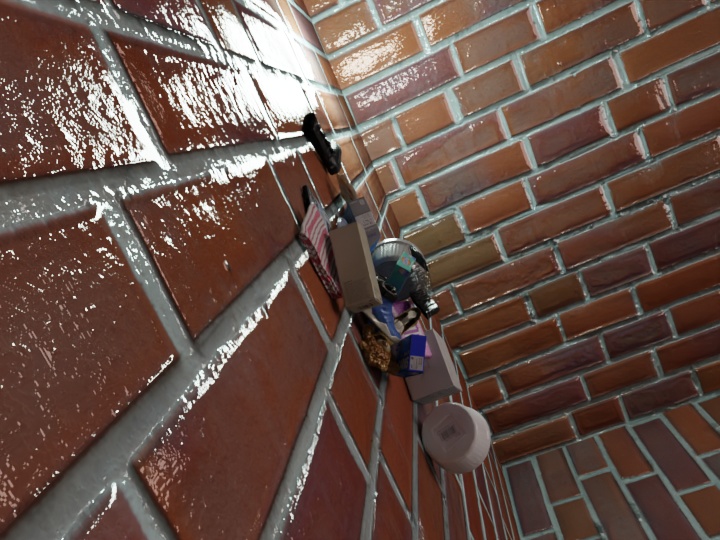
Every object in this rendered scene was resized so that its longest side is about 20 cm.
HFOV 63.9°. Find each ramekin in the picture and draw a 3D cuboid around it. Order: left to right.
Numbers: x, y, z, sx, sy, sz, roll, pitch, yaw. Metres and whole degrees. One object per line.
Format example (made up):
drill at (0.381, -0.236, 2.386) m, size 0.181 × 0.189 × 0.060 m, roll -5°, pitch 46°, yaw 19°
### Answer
ramekin at (0.111, 0.008, 1.878) m, size 0.202 × 0.198 × 0.106 m, roll 62°, pitch 21°, yaw -26°
ramekin at (0.279, 0.494, 1.726) m, size 0.098 × 0.199 × 0.202 m, roll 43°, pitch 25°, yaw -48°

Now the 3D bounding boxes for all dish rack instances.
dish rack at (0.178, 0.028, 1.738) m, size 0.153 × 0.054 × 0.202 m, roll -129°, pitch -160°, yaw -63°

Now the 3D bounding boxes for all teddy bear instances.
teddy bear at (0.057, 0.210, 1.520) m, size 0.200 × 0.066 × 0.146 m, roll 48°, pitch 20°, yaw -62°

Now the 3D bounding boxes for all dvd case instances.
dvd case at (-0.103, -0.108, 1.496) m, size 0.143 × 0.017 × 0.202 m, roll 54°, pitch 18°, yaw -50°

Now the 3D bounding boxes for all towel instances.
towel at (-0.084, -0.048, 1.372) m, size 0.147 × 0.030 × 0.201 m, roll -83°, pitch 152°, yaw -55°

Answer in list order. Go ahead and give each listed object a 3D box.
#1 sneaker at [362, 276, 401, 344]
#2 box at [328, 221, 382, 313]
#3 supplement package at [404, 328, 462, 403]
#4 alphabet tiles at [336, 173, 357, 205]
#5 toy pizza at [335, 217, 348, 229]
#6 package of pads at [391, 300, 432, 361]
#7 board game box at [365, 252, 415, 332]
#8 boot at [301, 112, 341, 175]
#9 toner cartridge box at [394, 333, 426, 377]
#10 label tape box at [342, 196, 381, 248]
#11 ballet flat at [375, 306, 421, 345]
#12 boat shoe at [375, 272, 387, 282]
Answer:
sneaker at (0.073, 0.101, 1.526) m, size 0.200 × 0.111 × 0.077 m, roll 47°, pitch -7°, yaw -27°
box at (-0.012, -0.007, 1.388) m, size 0.068 × 0.081 × 0.202 m, roll 39°, pitch 37°, yaw -64°
supplement package at (0.226, 0.325, 1.912) m, size 0.200 × 0.146 × 0.193 m, roll 44°, pitch 26°, yaw -65°
alphabet tiles at (-0.029, -0.227, 1.931) m, size 0.196 × 0.014 × 0.201 m, roll 56°, pitch -11°, yaw 33°
toy pizza at (-0.035, -0.059, 1.696) m, size 0.200 × 0.031 × 0.203 m, roll -20°, pitch 91°, yaw -79°
package of pads at (0.135, 0.197, 1.797) m, size 0.119 × 0.075 × 0.202 m, roll -5°, pitch 68°, yaw -42°
board game box at (0.087, 0.059, 1.636) m, size 0.045 × 0.202 × 0.152 m, roll 28°, pitch 17°, yaw 4°
boot at (-0.133, -0.440, 1.921) m, size 0.200 × 0.065 × 0.166 m, roll 51°, pitch 17°, yaw -43°
toner cartridge box at (0.129, 0.230, 1.539) m, size 0.200 × 0.043 × 0.096 m, roll 120°, pitch -21°, yaw -74°
label tape box at (0.015, -0.106, 1.798) m, size 0.144 × 0.063 × 0.202 m, roll 120°, pitch -51°, yaw -73°
ballet flat at (0.113, 0.157, 1.698) m, size 0.069 × 0.063 × 0.199 m, roll 47°, pitch 41°, yaw 10°
boat shoe at (0.015, -0.001, 1.526) m, size 0.067 × 0.057 × 0.200 m, roll 38°, pitch -6°, yaw 35°
